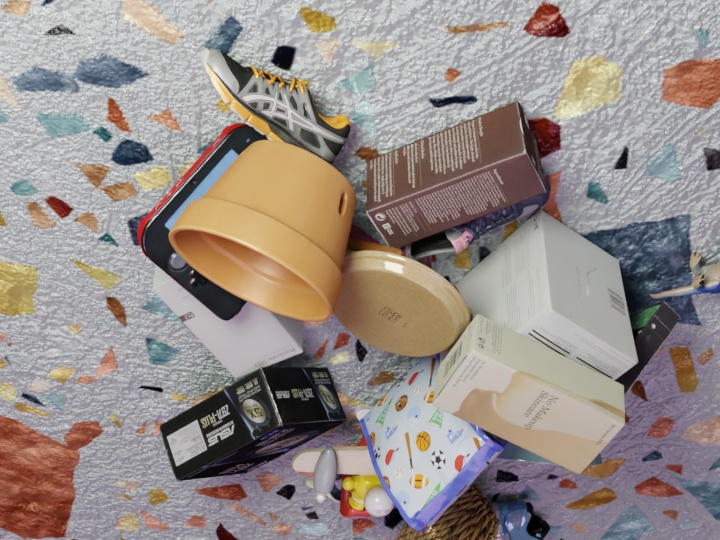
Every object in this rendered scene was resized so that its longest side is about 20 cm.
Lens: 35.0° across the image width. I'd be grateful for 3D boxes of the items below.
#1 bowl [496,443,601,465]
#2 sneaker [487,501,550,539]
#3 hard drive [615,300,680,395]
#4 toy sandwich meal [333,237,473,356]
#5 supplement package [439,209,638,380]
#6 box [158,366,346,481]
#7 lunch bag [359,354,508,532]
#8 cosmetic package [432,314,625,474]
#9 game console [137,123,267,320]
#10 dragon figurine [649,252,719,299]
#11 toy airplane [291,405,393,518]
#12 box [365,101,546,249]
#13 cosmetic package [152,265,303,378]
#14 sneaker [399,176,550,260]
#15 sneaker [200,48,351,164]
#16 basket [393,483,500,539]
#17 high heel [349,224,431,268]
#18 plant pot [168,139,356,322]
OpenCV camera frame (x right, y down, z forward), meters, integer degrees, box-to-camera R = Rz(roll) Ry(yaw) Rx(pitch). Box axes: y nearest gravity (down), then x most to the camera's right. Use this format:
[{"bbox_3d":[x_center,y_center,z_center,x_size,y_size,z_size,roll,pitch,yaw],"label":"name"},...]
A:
[{"bbox_3d":[0.241,0.211,1.604,0.201,0.105,0.201,5,175,0],"label":"bowl"},{"bbox_3d":[0.274,0.451,1.883,0.090,0.078,0.200,-16,132,10],"label":"sneaker"},{"bbox_3d":[0.318,0.133,1.481,0.038,0.200,0.140,42,159,-4],"label":"hard drive"},{"bbox_3d":[0.041,0.026,1.370,0.205,0.070,0.205,15,143,12],"label":"toy sandwich meal"},{"bbox_3d":[0.218,0.074,1.442,0.147,0.191,0.200,31,126,-21],"label":"supplement package"},{"bbox_3d":[-0.151,0.215,1.602,0.200,0.086,0.164,-30,161,25],"label":"box"},{"bbox_3d":[0.105,0.228,1.514,0.124,0.200,0.170,33,107,-25],"label":"lunch bag"},{"bbox_3d":[0.195,0.145,1.325,0.200,0.071,0.105,25,126,-7],"label":"cosmetic package"},{"bbox_3d":[-0.150,-0.059,1.363,0.200,0.031,0.177,-48,122,-4],"label":"game console"},{"bbox_3d":[0.479,0.012,1.478,0.099,0.059,0.200,32,124,-26],"label":"dragon figurine"},{"bbox_3d":[0.025,0.293,1.686,0.200,0.141,0.199,-25,134,11],"label":"toy airplane"},{"bbox_3d":[0.109,-0.111,1.336,0.200,0.100,0.075,-21,130,20],"label":"box"},{"bbox_3d":[-0.168,0.040,1.490,0.113,0.081,0.200,-24,128,18],"label":"cosmetic package"},{"bbox_3d":[0.140,-0.058,1.397,0.200,0.082,0.070,-18,130,16],"label":"sneaker"},{"bbox_3d":[-0.096,-0.190,1.287,0.200,0.078,0.077,37,101,-28],"label":"sneaker"},{"bbox_3d":[0.153,0.443,1.788,0.143,0.149,0.200,-19,155,-27],"label":"basket"},{"bbox_3d":[0.000,0.000,1.441,0.200,0.096,0.067,15,132,-14],"label":"high heel"},{"bbox_3d":[-0.095,-0.051,1.279,0.200,0.140,0.200,22,160,8],"label":"plant pot"}]
